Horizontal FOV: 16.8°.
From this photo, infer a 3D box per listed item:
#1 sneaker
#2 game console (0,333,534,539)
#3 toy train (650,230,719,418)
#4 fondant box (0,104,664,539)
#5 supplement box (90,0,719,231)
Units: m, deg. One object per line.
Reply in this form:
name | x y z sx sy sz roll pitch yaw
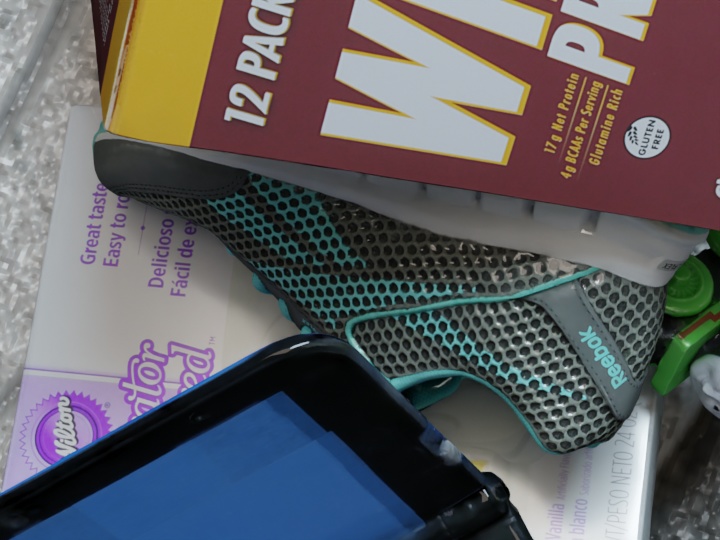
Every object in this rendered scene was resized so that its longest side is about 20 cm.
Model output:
sneaker | 0.000 0.000 0.712 0.200 0.078 0.091 15 101 32
game console | -0.042 0.133 0.676 0.200 0.118 0.171 -29 84 12
toy train | 0.158 -0.017 0.747 0.200 0.042 0.056 -35 70 -28
fondant box | -0.003 0.030 0.775 0.200 0.058 0.144 5 72 11
supplement box | 0.032 -0.122 0.674 0.197 0.133 0.200 8 27 -13
